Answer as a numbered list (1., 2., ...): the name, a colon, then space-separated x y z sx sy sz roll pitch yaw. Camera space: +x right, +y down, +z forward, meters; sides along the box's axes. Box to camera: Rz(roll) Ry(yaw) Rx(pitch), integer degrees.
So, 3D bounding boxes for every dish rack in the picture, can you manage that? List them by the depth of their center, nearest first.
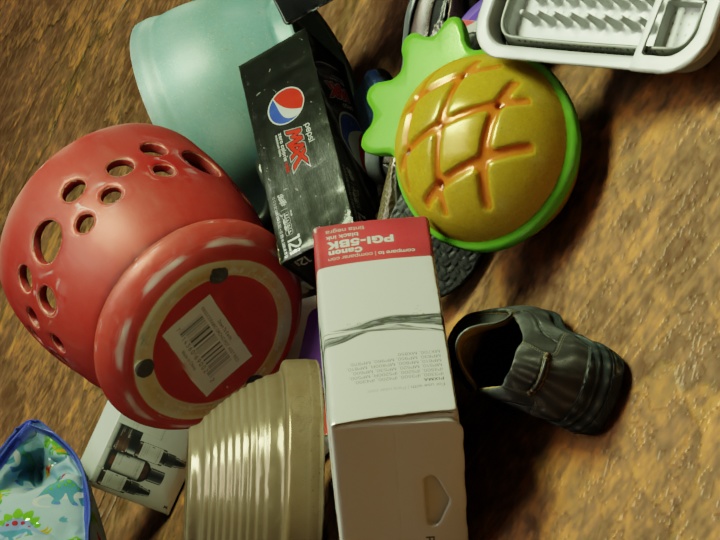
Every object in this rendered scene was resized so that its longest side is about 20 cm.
1. dish rack: 0.177 -0.204 1.490 0.200 0.044 0.172 11 78 45

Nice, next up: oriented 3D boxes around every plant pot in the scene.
1. plant pot: -0.077 0.162 1.613 0.201 0.092 0.201 -178 90 -84
2. plant pot: -0.153 0.009 1.782 0.182 0.200 0.201 38 104 44
3. plant pot: -0.084 -0.155 1.948 0.134 0.200 0.200 -28 36 17

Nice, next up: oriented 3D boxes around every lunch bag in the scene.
1. lunch bag: -0.269 0.248 1.951 0.200 0.127 0.170 -99 3 -58

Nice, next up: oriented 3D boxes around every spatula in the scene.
1. spatula: 0.000 0.000 1.766 0.056 0.021 0.200 -3 54 47

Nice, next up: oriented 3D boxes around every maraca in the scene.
1. maraca: 0.074 -0.093 1.567 0.137 0.107 0.200 -52 48 8

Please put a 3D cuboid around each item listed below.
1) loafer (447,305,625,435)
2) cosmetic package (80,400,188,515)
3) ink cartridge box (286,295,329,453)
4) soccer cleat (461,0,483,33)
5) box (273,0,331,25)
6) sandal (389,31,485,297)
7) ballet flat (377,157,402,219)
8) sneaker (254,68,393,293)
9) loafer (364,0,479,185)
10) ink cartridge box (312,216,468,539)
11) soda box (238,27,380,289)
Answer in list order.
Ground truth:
1. loafer: 0.093 0.051 1.458 0.200 0.072 0.073 10 79 68
2. cosmetic package: -0.165 0.104 1.988 0.200 0.082 0.051 -66 24 4
3. ink cartridge box: -0.049 0.082 1.789 0.200 0.050 0.161 -53 26 35
4. soccer cleat: 0.127 -0.192 1.641 0.200 0.068 0.073 -34 24 51
5. box: -0.003 -0.293 1.816 0.182 0.104 0.200 -26 14 3
6. sandal: 0.073 -0.071 1.641 0.045 0.075 0.200 6 -78 -72
7. ballet flat: 0.035 -0.034 1.692 0.046 0.067 0.200 -8 67 59
8. sneaker: -0.034 -0.078 1.855 0.200 0.089 0.079 -59 24 16
9. loafer: 0.065 -0.155 1.759 0.063 0.072 0.200 15 83 32
10. ink cartridge box: 0.018 0.083 1.504 0.200 0.083 0.147 -97 2 -52
11. soda box: -0.035 -0.085 1.775 0.071 0.063 0.200 -27 54 19
